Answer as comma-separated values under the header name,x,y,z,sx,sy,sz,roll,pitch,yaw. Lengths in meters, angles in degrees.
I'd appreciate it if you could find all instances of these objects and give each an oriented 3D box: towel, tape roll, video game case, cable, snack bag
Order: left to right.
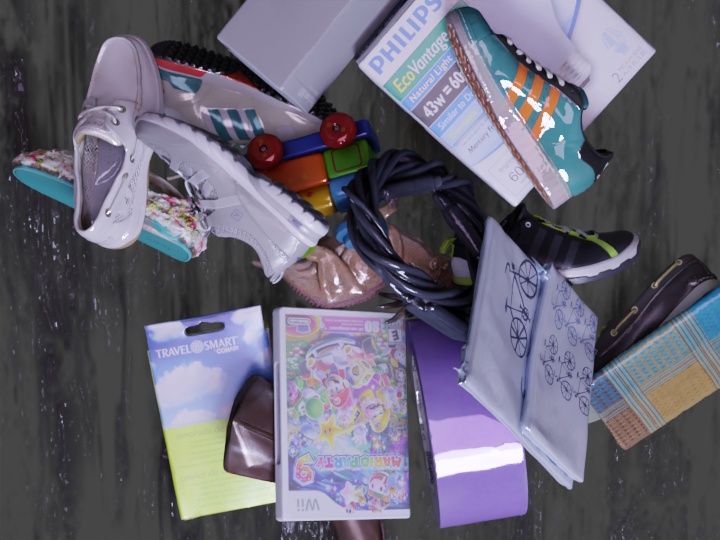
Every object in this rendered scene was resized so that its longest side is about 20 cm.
name,x,y,z,sx,sy,sz,roll,pitch,yaw
video game case,-0.017,0.138,1.571,0.143,0.018,0.201,4,80,-32
cable,0.061,-0.035,1.461,0.051,0.164,0.200,-22,137,40
tape roll,0.099,0.138,1.547,0.085,0.200,0.201,-9,101,-2
snack bag,0.156,0.069,1.474,0.021,0.189,0.200,-14,138,34
towel,0.317,0.088,1.601,0.200,0.022,0.147,-35,140,5

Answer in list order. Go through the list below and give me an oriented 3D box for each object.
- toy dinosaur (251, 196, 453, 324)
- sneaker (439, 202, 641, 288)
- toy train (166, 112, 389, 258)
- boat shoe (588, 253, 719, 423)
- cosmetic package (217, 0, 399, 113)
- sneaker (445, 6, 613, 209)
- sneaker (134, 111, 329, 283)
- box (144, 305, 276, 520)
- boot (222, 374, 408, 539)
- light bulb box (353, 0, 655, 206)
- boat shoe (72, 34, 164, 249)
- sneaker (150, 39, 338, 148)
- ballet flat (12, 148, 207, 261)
name,x,y,z,sx,sy,sz,roll,pitch,yaw
toy dinosaur,0.000,0.000,1.573,0.199,0.086,0.136,-16,101,-1
sneaker,0.176,-0.026,1.575,0.199,0.072,0.083,-13,99,-13
toy train,-0.074,-0.060,1.500,0.199,0.085,0.116,-16,69,9
boat shoe,0.273,0.069,1.618,0.201,0.061,0.072,-44,143,12
cosmetic package,-0.027,-0.248,1.460,0.090,0.107,0.200,37,94,13
sneaker,0.149,-0.156,1.439,0.080,0.071,0.200,-34,107,-1
sneaker,-0.128,-0.068,1.442,0.200,0.075,0.082,37,96,13
box,-0.136,0.136,1.611,0.122,0.048,0.201,-10,101,-2
boot,-0.062,0.215,1.575,0.200,0.064,0.187,25,71,-31
light bulb box,0.128,-0.204,1.523,0.200,0.125,0.198,40,97,-10
boat shoe,-0.227,-0.123,1.485,0.071,0.069,0.201,-2,81,24
sneaker,-0.117,-0.144,1.557,0.199,0.070,0.094,19,115,-8
ballet flat,-0.233,-0.075,1.565,0.200,0.076,0.064,27,67,-12
